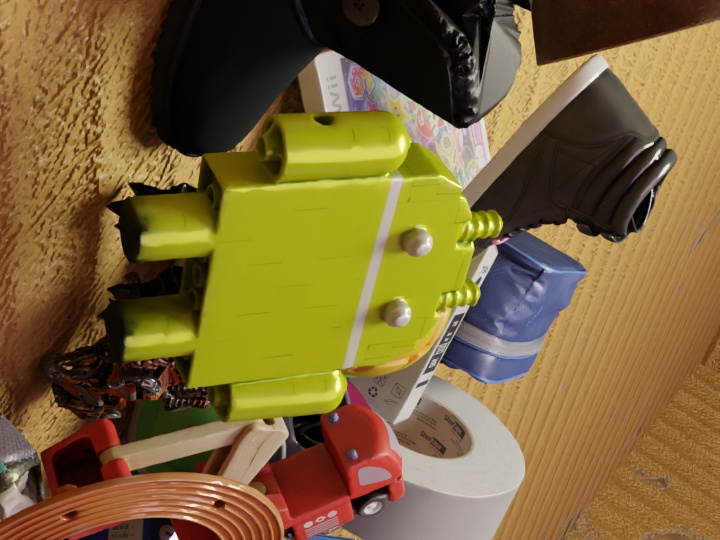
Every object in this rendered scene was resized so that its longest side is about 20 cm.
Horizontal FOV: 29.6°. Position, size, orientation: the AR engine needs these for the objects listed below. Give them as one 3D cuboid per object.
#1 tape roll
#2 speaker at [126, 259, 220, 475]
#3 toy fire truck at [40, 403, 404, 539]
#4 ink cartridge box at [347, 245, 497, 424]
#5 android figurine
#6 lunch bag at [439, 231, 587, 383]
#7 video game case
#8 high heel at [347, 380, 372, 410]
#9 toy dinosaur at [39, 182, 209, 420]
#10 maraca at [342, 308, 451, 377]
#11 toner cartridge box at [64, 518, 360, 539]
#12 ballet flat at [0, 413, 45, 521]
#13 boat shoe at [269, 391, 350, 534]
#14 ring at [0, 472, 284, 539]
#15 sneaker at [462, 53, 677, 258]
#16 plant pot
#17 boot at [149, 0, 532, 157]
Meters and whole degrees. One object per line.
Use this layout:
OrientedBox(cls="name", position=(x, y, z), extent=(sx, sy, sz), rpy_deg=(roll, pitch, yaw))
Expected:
OrientedBox(cls="tape roll", position=(0.033, 0.150, 1.131), extent=(0.200, 0.200, 0.066), rpy_deg=(-18, 136, -60))
OrientedBox(cls="speaker", position=(-0.091, 0.055, 0.868), extent=(0.088, 0.088, 0.200), rpy_deg=(-30, 146, -52))
OrientedBox(cls="toy fire truck", position=(-0.072, 0.120, 0.803), extent=(0.200, 0.049, 0.141), rpy_deg=(-22, 142, -10))
OrientedBox(cls="ink cartridge box", position=(0.038, 0.013, 1.085), extent=(0.200, 0.099, 0.039), rpy_deg=(-62, 160, 17))
OrientedBox(cls="android figurine", position=(-0.023, -0.001, 0.676), extent=(0.200, 0.041, 0.182), rpy_deg=(-3, 128, -26))
OrientedBox(cls="lunch bag", position=(0.102, 0.023, 1.196), extent=(0.132, 0.136, 0.200), rpy_deg=(-60, 161, 10))
OrientedBox(cls="video game case", position=(0.031, -0.089, 0.924), extent=(0.200, 0.018, 0.143), rpy_deg=(-28, 111, -54))
OrientedBox(cls="high heel", position=(-0.081, 0.138, 0.998), extent=(0.200, 0.096, 0.067), rpy_deg=(-47, 158, -27))
OrientedBox(cls="toy dinosaur", position=(-0.086, 0.024, 0.763), extent=(0.200, 0.102, 0.136), rpy_deg=(-30, 135, -7))
OrientedBox(cls="maraca", position=(0.000, 0.000, 0.978), extent=(0.137, 0.107, 0.200), rpy_deg=(-39, 135, -12))
OrientedBox(cls="toner cartridge box", position=(-0.100, 0.198, 0.939), extent=(0.200, 0.095, 0.043), rpy_deg=(19, 69, -45))
OrientedBox(cls="ballet flat", position=(-0.204, 0.155, 0.779), extent=(0.072, 0.072, 0.200), rpy_deg=(-44, 157, -32))
OrientedBox(cls="boat shoe", position=(-0.036, 0.121, 0.961), extent=(0.073, 0.063, 0.200), rpy_deg=(-26, 127, -22))
OrientedBox(cls="ring", position=(-0.140, 0.168, 0.761), extent=(0.200, 0.019, 0.201), rpy_deg=(-14, 142, -11))
OrientedBox(cls="sneaker", position=(0.126, -0.040, 0.895), extent=(0.071, 0.099, 0.200), rpy_deg=(-37, 170, -47))
OrientedBox(cls="plant pot", position=(0.181, -0.252, 0.878), extent=(0.187, 0.187, 0.200), rpy_deg=(-26, 104, -55))
OrientedBox(cls="boot", position=(-0.011, -0.110, 0.686), extent=(0.076, 0.168, 0.200), rpy_deg=(-29, 146, -53))
